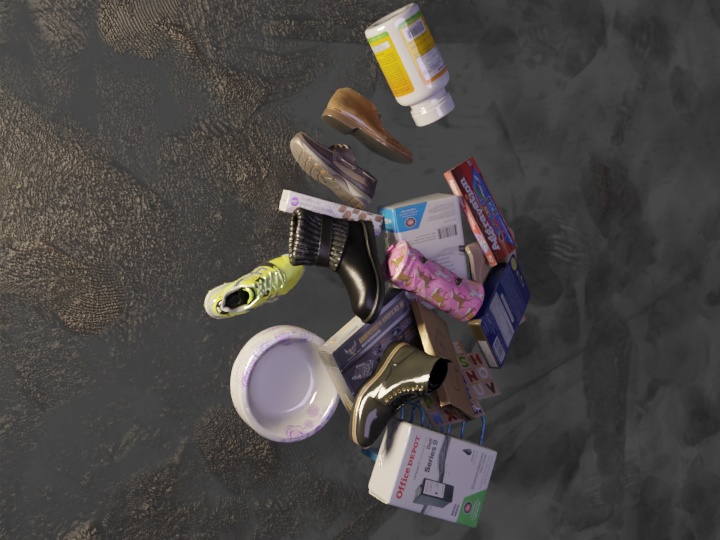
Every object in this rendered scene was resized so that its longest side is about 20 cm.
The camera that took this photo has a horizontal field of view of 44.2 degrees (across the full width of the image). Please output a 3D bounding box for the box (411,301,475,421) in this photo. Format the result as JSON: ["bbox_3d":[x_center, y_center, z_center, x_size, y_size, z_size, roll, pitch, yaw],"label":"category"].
[{"bbox_3d":[0.155,0.171,1.653,0.021,0.163,0.203,-22,65,16],"label":"box"}]

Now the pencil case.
[{"bbox_3d":[0.133,0.020,1.628,0.198,0.086,0.084,27,85,-25],"label":"pencil case"}]

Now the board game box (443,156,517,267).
[{"bbox_3d":[0.237,-0.116,1.738,0.103,0.019,0.203,-33,97,-49],"label":"board game box"}]

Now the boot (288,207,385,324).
[{"bbox_3d":[-0.048,-0.008,1.569,0.155,0.080,0.214,7,56,-27],"label":"boot"}]

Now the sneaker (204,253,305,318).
[{"bbox_3d":[-0.180,0.035,1.588,0.198,0.076,0.076,-30,106,-19],"label":"sneaker"}]

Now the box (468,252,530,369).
[{"bbox_3d":[0.273,0.075,1.725,0.201,0.032,0.122,-58,132,-37],"label":"box"}]

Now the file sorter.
[{"bbox_3d":[0.125,0.322,1.730,0.197,0.138,0.125,10,89,-25],"label":"file sorter"}]

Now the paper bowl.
[{"bbox_3d":[-0.139,0.201,1.610,0.197,0.104,0.205,-3,97,-26],"label":"paper bowl"}]

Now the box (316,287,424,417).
[{"bbox_3d":[0.032,0.154,1.624,0.199,0.048,0.160,-40,115,-29],"label":"box"}]

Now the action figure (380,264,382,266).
[{"bbox_3d":[0.000,0.000,1.670,0.065,0.052,0.201,-38,97,-17],"label":"action figure"}]

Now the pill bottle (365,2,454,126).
[{"bbox_3d":[0.098,-0.377,1.642,0.110,0.111,0.202,-34,109,-17],"label":"pill bottle"}]

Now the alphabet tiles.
[{"bbox_3d":[0.181,0.216,1.736,0.197,0.008,0.169,-6,57,-36],"label":"alphabet tiles"}]

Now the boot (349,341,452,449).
[{"bbox_3d":[0.067,0.222,1.539,0.077,0.137,0.203,33,75,-34],"label":"boot"}]

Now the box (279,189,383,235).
[{"bbox_3d":[-0.053,-0.106,1.647,0.197,0.041,0.039,14,91,-26],"label":"box"}]

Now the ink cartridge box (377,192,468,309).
[{"bbox_3d":[0.123,-0.035,1.710,0.143,0.084,0.204,-13,103,-21],"label":"ink cartridge box"}]

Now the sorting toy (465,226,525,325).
[{"bbox_3d":[0.267,0.029,1.778,0.184,0.036,0.204,-26,108,-51],"label":"sorting toy"}]

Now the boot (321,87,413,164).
[{"bbox_3d":[0.027,-0.267,1.650,0.198,0.073,0.077,31,74,-22],"label":"boot"}]

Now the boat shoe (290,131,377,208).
[{"bbox_3d":[-0.047,-0.194,1.629,0.199,0.074,0.074,40,70,-32],"label":"boat shoe"}]

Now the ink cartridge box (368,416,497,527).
[{"bbox_3d":[0.131,0.367,1.613,0.197,0.084,0.149,20,84,-24],"label":"ink cartridge box"}]
